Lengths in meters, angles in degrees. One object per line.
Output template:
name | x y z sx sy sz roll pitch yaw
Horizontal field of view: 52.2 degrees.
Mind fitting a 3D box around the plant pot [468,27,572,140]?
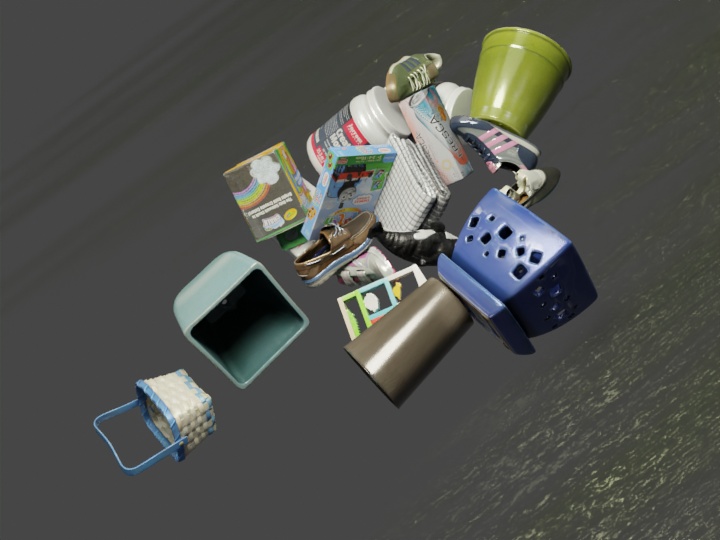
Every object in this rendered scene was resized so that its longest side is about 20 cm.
plant pot | 0.315 -0.366 1.542 0.199 0.200 0.194 15 74 36

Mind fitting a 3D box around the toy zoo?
toy zoo | 0.067 0.075 1.386 0.199 0.020 0.132 -23 74 10

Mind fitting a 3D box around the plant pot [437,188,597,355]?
plant pot | 0.258 0.014 1.255 0.180 0.200 0.200 -45 47 -2

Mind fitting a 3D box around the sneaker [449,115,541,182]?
sneaker | 0.264 -0.246 1.490 0.199 0.070 0.083 24 81 4

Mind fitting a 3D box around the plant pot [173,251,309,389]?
plant pot | -0.264 0.079 1.496 0.196 0.197 0.200 -45 37 -10

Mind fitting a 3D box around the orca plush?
orca plush | 0.115 -0.045 1.396 0.105 0.199 0.071 -53 26 27

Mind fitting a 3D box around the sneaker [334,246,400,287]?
sneaker | 0.000 0.000 1.489 0.199 0.081 0.088 22 68 48

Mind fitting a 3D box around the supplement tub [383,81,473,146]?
supplement tub | 0.150 -0.351 1.639 0.199 0.141 0.141 17 64 37

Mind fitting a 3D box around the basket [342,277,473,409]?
basket | 0.089 0.120 1.287 0.200 0.136 0.180 -42 18 -7

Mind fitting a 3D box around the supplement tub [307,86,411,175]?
supplement tub | -0.004 -0.284 1.579 0.199 0.140 0.141 -35 42 29

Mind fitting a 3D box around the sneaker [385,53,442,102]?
sneaker | 0.119 -0.417 1.554 0.089 0.068 0.201 -4 31 22

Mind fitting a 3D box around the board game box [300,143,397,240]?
board game box | -0.024 -0.155 1.459 0.150 0.201 0.037 -11 48 -39

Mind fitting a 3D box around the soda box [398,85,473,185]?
soda box | 0.158 -0.276 1.530 0.068 0.201 0.064 -21 10 37

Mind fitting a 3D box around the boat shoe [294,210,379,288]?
boat shoe | -0.046 -0.054 1.454 0.200 0.073 0.072 -45 39 -9

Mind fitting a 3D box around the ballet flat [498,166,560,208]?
ballet flat | 0.312 -0.149 1.437 0.200 0.069 0.068 -42 46 -8

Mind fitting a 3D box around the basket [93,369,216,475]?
basket | -0.388 0.293 1.403 0.199 0.140 0.176 -21 38 -31

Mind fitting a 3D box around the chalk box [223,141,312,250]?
chalk box | -0.175 -0.144 1.523 0.124 0.201 0.124 -22 15 11

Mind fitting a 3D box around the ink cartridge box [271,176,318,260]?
ink cartridge box | -0.119 -0.099 1.622 0.146 0.084 0.200 -43 46 -7

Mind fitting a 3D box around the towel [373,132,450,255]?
towel | 0.093 -0.152 1.489 0.085 0.166 0.201 1 47 -29
